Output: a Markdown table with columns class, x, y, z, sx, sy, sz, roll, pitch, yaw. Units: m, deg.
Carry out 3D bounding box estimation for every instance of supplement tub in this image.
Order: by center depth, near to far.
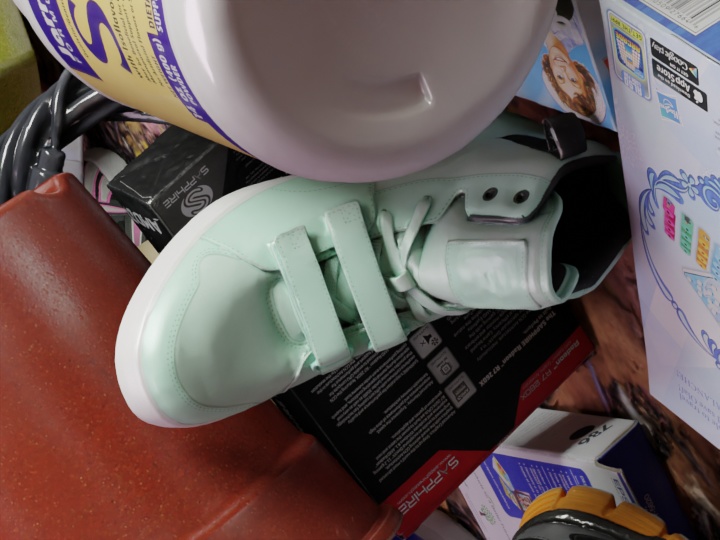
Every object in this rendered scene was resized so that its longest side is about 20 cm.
| class | x | y | z | sx | sy | sz | roll | pitch | yaw |
| --- | --- | --- | --- | --- | --- | --- | --- | --- | --- |
| supplement tub | -0.038 | -0.118 | 0.821 | 0.200 | 0.145 | 0.146 | 24 | 141 | 57 |

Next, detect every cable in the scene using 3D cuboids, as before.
| class | x | y | z | sx | sy | sz | roll | pitch | yaw |
| --- | --- | --- | --- | --- | --- | --- | --- | --- | --- |
| cable | -0.109 | -0.002 | 1.073 | 0.051 | 0.163 | 0.201 | 38 | -143 | -76 |

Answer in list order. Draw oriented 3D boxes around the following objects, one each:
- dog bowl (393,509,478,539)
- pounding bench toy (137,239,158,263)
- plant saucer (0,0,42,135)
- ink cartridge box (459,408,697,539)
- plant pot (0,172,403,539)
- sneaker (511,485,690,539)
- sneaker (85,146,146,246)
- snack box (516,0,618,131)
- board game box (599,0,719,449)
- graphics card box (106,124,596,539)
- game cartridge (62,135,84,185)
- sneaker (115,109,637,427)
| class | x | y | z | sx | sy | sz | roll | pitch | yaw |
| --- | --- | --- | --- | --- | --- | --- | --- | --- | --- |
| dog bowl | 0.050 | 0.238 | 1.348 | 0.200 | 0.079 | 0.200 | 49 | 159 | 26 |
| pounding bench toy | -0.056 | 0.040 | 1.193 | 0.124 | 0.156 | 0.200 | 53 | 160 | 16 |
| plant saucer | -0.238 | -0.138 | 1.480 | 0.200 | 0.048 | 0.200 | 92 | 159 | -57 |
| ink cartridge box | 0.108 | 0.116 | 1.088 | 0.100 | 0.039 | 0.200 | 63 | 162 | -12 |
| plant pot | -0.119 | 0.080 | 0.944 | 0.195 | 0.201 | 0.201 | 54 | 161 | -1 |
| sneaker | 0.139 | 0.154 | 0.947 | 0.200 | 0.077 | 0.078 | 15 | 126 | 30 |
| sneaker | -0.167 | -0.019 | 1.482 | 0.200 | 0.086 | 0.080 | 21 | 137 | 61 |
| snack box | 0.036 | -0.130 | 0.895 | 0.200 | 0.037 | 0.116 | 27 | 145 | 56 |
| board game box | 0.167 | 0.016 | 0.786 | 0.200 | 0.043 | 0.199 | 40 | 153 | 41 |
| graphics card box | 0.000 | 0.000 | 0.991 | 0.200 | 0.125 | 0.051 | 54 | 166 | -29 |
| game cartridge | -0.154 | 0.028 | 1.180 | 0.130 | 0.038 | 0.201 | 100 | 168 | -73 |
| sneaker | 0.010 | -0.001 | 0.855 | 0.118 | 0.200 | 0.074 | 16 | 133 | 59 |
